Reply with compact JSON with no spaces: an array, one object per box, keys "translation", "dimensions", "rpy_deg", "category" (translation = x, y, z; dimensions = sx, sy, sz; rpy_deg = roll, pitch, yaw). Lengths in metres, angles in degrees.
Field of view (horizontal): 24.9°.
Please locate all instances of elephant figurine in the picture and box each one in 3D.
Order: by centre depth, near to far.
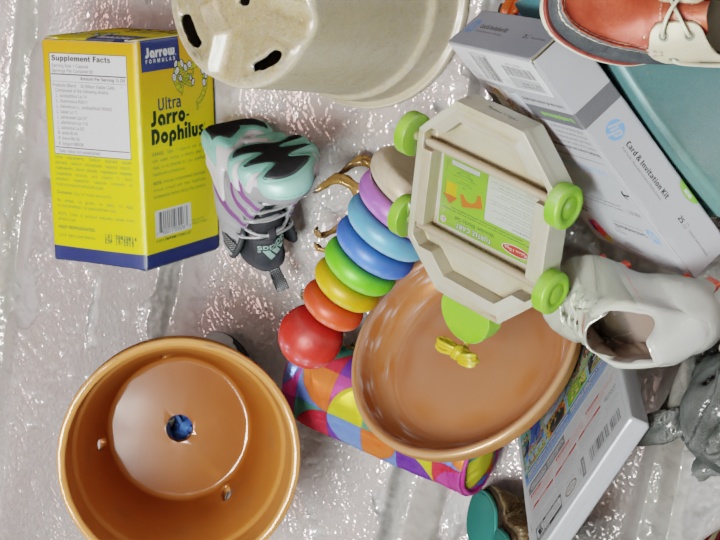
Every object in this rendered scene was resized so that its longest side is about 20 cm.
[{"translation":[0.260,0.100,1.149],"dimensions":[0.141,0.200,0.156],"rpy_deg":[-7,98,32],"category":"elephant figurine"}]

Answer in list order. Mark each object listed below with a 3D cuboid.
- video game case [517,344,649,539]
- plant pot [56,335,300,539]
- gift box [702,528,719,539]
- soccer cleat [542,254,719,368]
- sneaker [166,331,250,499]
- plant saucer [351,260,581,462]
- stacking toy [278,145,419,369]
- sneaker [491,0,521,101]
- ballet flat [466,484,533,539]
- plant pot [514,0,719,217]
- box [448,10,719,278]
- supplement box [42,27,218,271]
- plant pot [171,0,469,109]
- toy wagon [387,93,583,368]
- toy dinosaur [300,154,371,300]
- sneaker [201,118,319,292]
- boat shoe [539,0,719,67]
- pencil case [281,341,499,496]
[{"translation":[0.162,0.109,1.231],"dimensions":[0.018,0.200,0.144],"rpy_deg":[22,118,-12],"category":"video game case"},{"translation":[-0.154,0.147,1.397],"dimensions":[0.199,0.140,0.201],"rpy_deg":[-1,96,-6],"category":"plant pot"},{"translation":[0.284,0.275,1.171],"dimensions":[0.185,0.187,0.200],"rpy_deg":[47,123,7],"category":"gift box"},{"translation":[0.174,0.031,1.144],"dimensions":[0.200,0.077,0.070],"rpy_deg":[5,119,63],"category":"soccer cleat"},{"translation":[-0.148,0.153,1.498],"dimensions":[0.075,0.077,0.201],"rpy_deg":[24,111,28],"category":"sneaker"},{"translation":[0.087,0.065,1.294],"dimensions":[0.199,0.037,0.201],"rpy_deg":[-18,50,23],"category":"plant saucer"},{"translation":[0.000,0.000,1.318],"dimensions":[0.085,0.085,0.200],"rpy_deg":[42,116,18],"category":"stacking toy"},{"translation":[0.141,-0.122,1.255],"dimensions":[0.078,0.075,0.201],"rpy_deg":[12,109,26],"category":"sneaker"},{"translation":[0.130,0.218,1.296],"dimensions":[0.065,0.200,0.071],"rpy_deg":[6,97,-6],"category":"ballet flat"},{"translation":[0.229,-0.144,1.131],"dimensions":[0.141,0.141,0.201],"rpy_deg":[-32,96,-5],"category":"plant pot"},{"translation":[0.159,-0.091,1.152],"dimensions":[0.041,0.156,0.200],"rpy_deg":[-41,110,-5],"category":"box"},{"translation":[-0.203,-0.112,1.455],"dimensions":[0.108,0.109,0.201],"rpy_deg":[7,105,31],"category":"supplement box"},{"translation":[-0.044,-0.219,1.284],"dimensions":[0.200,0.183,0.202],"rpy_deg":[7,104,31],"category":"plant pot"},{"translation":[0.087,-0.024,1.185],"dimensions":[0.155,0.039,0.201],"rpy_deg":[30,129,36],"category":"toy wagon"},{"translation":[0.023,-0.049,1.368],"dimensions":[0.200,0.060,0.106],"rpy_deg":[-39,90,20],"category":"toy dinosaur"},{"translation":[-0.076,-0.045,1.378],"dimensions":[0.200,0.077,0.141],"rpy_deg":[-136,36,-68],"category":"sneaker"},{"translation":[0.214,-0.159,1.028],"dimensions":[0.199,0.063,0.072],"rpy_deg":[7,95,-8],"category":"boat shoe"},{"translation":[0.026,0.115,1.375],"dimensions":[0.199,0.088,0.089],"rpy_deg":[25,113,25],"category":"pencil case"}]
